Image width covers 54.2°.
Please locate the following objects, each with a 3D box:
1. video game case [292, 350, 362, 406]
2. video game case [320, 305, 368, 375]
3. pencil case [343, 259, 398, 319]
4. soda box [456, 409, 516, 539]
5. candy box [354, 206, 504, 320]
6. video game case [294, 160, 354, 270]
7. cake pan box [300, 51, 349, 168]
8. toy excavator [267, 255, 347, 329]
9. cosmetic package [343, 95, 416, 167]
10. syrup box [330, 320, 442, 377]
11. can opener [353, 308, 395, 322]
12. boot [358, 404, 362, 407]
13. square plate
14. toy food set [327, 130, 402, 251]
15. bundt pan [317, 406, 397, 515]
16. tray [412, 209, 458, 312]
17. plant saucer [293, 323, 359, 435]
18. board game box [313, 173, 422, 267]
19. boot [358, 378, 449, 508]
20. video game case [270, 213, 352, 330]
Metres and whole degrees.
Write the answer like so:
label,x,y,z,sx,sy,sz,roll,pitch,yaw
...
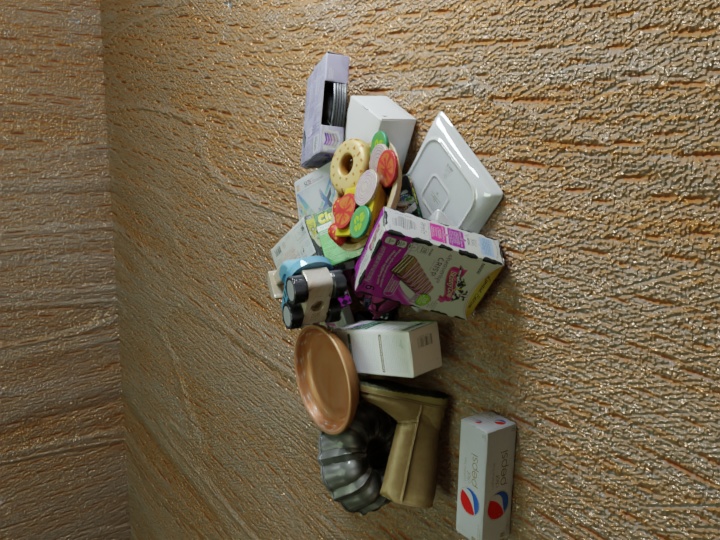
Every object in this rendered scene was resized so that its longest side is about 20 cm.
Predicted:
label,x,y,z,sx,sy,sz,roll,pitch,yaw
video game case,-0.072,0.241,1.535,0.201,0.017,0.143,60,146,10
video game case,-0.046,0.112,1.440,0.202,0.023,0.182,70,161,-4
pencil case,0.000,0.000,1.359,0.200,0.090,0.095,50,132,42
soda box,0.202,0.336,1.141,0.063,0.067,0.203,18,111,53
candy box,0.104,-0.007,1.099,0.061,0.197,0.137,-91,20,-46
video game case,-0.073,-0.093,1.363,0.182,0.022,0.203,-14,84,61
cake pan box,-0.071,-0.301,1.353,0.200,0.052,0.187,177,96,-75
toy excavator,-0.114,0.023,1.292,0.196,0.099,0.201,105,148,-42
cosmetic package,0.019,-0.205,1.288,0.108,0.084,0.202,49,134,41
syrup box,0.042,0.135,1.241,0.199,0.078,0.083,-2,97,47
can opener,0.056,0.120,1.321,0.200,0.063,0.080,38,127,47
boot,-0.047,0.307,1.481,0.168,0.072,0.200,63,147,9
square plate,0.134,-0.126,1.182,0.201,0.028,0.199,60,141,29
toy food set,0.002,-0.131,1.168,0.197,0.048,0.203,0,74,57
bundt pan,0.018,0.348,1.322,0.075,0.200,0.204,-27,74,41
tray,0.111,-0.007,1.195,0.107,0.022,0.200,46,136,3
plant saucer,-0.059,0.194,1.278,0.199,0.037,0.203,24,119,52
board game box,0.014,-0.084,1.242,0.198,0.023,0.106,-20,83,26
boot,0.063,0.305,1.245,0.066,0.173,0.203,-35,-44,-82
video game case,-0.101,0.008,1.373,0.200,0.035,0.183,-35,75,59
